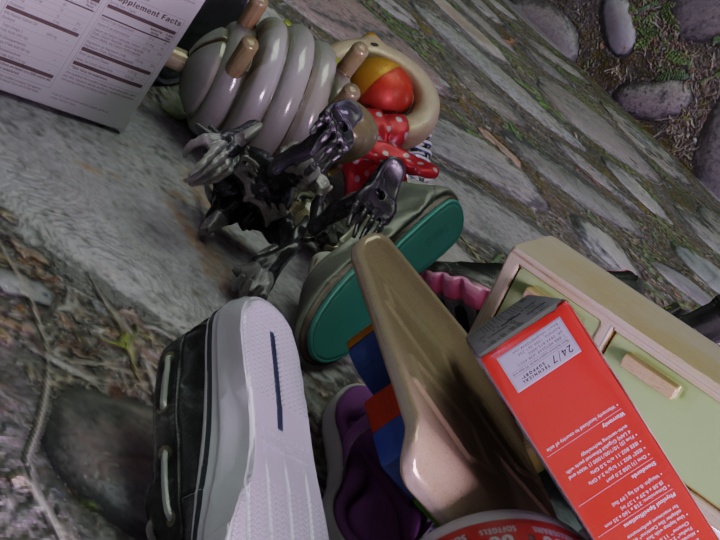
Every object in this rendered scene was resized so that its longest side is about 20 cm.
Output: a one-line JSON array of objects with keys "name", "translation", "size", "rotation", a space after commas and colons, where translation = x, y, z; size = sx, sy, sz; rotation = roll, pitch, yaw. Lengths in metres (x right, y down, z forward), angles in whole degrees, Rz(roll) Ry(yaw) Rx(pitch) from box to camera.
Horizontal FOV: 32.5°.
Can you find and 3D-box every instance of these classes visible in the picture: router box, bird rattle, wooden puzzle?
[{"name": "router box", "translation": [0.123, 0.102, 0.636], "size": [0.181, 0.049, 0.200], "rotation": [58, 2, 2]}, {"name": "bird rattle", "translation": [0.007, -0.156, 1.127], "size": [0.199, 0.114, 0.162], "rotation": [37, 49, 21]}, {"name": "wooden puzzle", "translation": [0.053, 0.097, 0.676], "size": [0.186, 0.046, 0.201], "rotation": [49, 16, -29]}]

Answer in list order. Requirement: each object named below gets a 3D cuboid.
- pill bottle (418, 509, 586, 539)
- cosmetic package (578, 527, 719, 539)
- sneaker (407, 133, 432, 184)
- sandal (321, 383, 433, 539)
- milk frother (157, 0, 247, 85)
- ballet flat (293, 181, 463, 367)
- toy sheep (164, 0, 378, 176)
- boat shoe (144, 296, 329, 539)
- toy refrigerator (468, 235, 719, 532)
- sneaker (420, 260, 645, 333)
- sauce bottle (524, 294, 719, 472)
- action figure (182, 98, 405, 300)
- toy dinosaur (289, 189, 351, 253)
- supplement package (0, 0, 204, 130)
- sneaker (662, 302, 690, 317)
[{"name": "pill bottle", "translation": [0.075, 0.205, 0.506], "size": [0.115, 0.116, 0.201], "rotation": [29, 21, -24]}, {"name": "cosmetic package", "translation": [0.243, 0.218, 0.792], "size": [0.199, 0.108, 0.085], "rotation": [37, 20, -8]}, {"name": "sneaker", "translation": [0.033, -0.119, 1.197], "size": [0.076, 0.085, 0.201], "rotation": [19, 28, -42]}, {"name": "sandal", "translation": [0.019, 0.114, 0.707], "size": [0.082, 0.050, 0.203], "rotation": [35, 19, -11]}, {"name": "milk frother", "translation": [-0.166, -0.299, 1.072], "size": [0.188, 0.201, 0.180], "rotation": [41, 16, 8]}, {"name": "ballet flat", "translation": [0.000, 0.000, 0.865], "size": [0.063, 0.068, 0.200], "rotation": [15, 39, 33]}, {"name": "toy sheep", "translation": [-0.075, -0.143, 0.989], "size": [0.198, 0.139, 0.138], "rotation": [26, 22, -16]}, {"name": "boat shoe", "translation": [-0.060, 0.109, 0.556], "size": [0.072, 0.070, 0.202], "rotation": [39, 35, -39]}, {"name": "toy refrigerator", "translation": [0.167, 0.066, 0.757], "size": [0.199, 0.077, 0.070], "rotation": [37, 25, 23]}, {"name": "sneaker", "translation": [0.122, 0.021, 0.926], "size": [0.197, 0.080, 0.096], "rotation": [10, 38, 17]}, {"name": "sauce bottle", "translation": [0.172, 0.077, 0.838], "size": [0.065, 0.198, 0.065], "rotation": [59, 11, -20]}, {"name": "action figure", "translation": [-0.065, -0.049, 0.820], "size": [0.102, 0.199, 0.120], "rotation": [-41, 106, -34]}, {"name": "toy dinosaur", "translation": [-0.018, -0.017, 0.944], "size": [0.199, 0.048, 0.088], "rotation": [38, 12, -13]}, {"name": "supplement package", "translation": [-0.201, -0.239, 0.868], "size": [0.150, 0.201, 0.152], "rotation": [15, 29, -48]}, {"name": "sneaker", "translation": [0.236, 0.064, 1.042], "size": [0.075, 0.106, 0.200], "rotation": [55, 7, 14]}]
